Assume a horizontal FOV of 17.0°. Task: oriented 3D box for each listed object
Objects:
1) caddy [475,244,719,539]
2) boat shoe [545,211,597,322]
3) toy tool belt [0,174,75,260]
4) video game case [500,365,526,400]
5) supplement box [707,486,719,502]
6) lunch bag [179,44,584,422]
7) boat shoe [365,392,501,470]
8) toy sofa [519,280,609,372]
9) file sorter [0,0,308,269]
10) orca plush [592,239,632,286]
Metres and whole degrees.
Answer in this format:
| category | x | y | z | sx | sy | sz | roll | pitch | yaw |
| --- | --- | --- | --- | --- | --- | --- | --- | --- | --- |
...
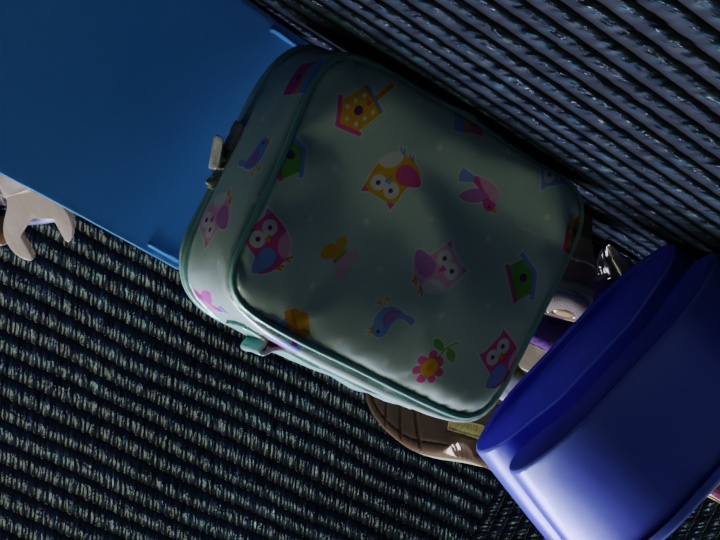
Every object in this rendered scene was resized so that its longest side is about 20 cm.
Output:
| category | x | y | z | sx | sy | sz | roll | pitch | yaw |
| --- | --- | --- | --- | --- | --- | --- | --- | --- | --- |
| caddy | 0.160 | 0.080 | 1.301 | 0.105 | 0.200 | 0.141 | 45 | 175 | -14 |
| boat shoe | 0.077 | -0.019 | 1.450 | 0.076 | 0.072 | 0.200 | 14 | 180 | -37 |
| toy tool belt | -0.227 | -0.062 | 1.562 | 0.199 | 0.123 | 0.125 | 2 | -156 | 31 |
| video game case | 0.000 | 0.000 | 1.508 | 0.182 | 0.023 | 0.200 | 29 | -169 | -33 |
| supplement box | 0.213 | 0.085 | 1.721 | 0.200 | 0.104 | 0.131 | 29 | 177 | -35 |
| lunch bag | 0.007 | -0.015 | 1.245 | 0.200 | 0.161 | 0.077 | 28 | 177 | -31 |
| boat shoe | 0.084 | 0.102 | 1.660 | 0.076 | 0.072 | 0.200 | 7 | -168 | -39 |
| toy sofa | 0.132 | 0.038 | 1.590 | 0.083 | 0.098 | 0.200 | 19 | -175 | -45 |
| file sorter | -0.155 | -0.114 | 1.240 | 0.123 | 0.139 | 0.200 | 29 | 179 | 40 |
| orca plush | 0.093 | -0.003 | 1.559 | 0.200 | 0.071 | 0.105 | 26 | 177 | 33 |
